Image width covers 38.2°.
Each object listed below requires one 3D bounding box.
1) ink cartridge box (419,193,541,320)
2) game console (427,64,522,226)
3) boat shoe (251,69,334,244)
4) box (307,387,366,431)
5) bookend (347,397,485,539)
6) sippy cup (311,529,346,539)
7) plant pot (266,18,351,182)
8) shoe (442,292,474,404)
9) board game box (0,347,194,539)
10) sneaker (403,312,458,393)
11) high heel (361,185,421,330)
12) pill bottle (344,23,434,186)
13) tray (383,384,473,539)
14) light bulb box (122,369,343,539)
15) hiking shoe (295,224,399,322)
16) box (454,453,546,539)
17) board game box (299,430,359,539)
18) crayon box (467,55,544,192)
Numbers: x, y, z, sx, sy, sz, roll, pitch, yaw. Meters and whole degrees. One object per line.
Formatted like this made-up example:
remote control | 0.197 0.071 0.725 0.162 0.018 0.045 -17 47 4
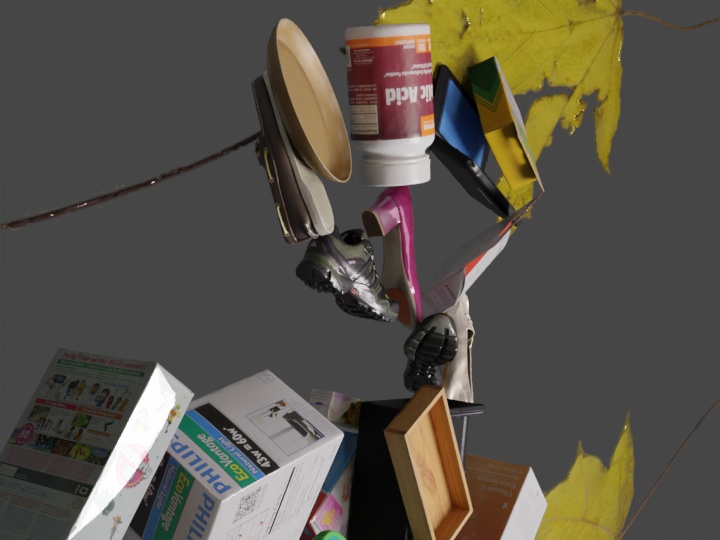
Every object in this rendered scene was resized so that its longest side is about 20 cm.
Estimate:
ink cartridge box | 0.179 -0.016 1.527 0.057 0.199 0.162 53 46 -7
game console | 0.183 -0.188 1.580 0.117 0.176 0.200 -50 140 1
boat shoe | -0.091 -0.131 1.213 0.072 0.059 0.203 -34 105 -72
box | -0.002 0.198 1.416 0.199 0.041 0.039 28 72 -55
bookend | 0.080 0.282 1.429 0.198 0.091 0.204 8 88 -56
sippy cup | -0.076 0.391 1.233 0.178 0.129 0.142 35 40 -63
plant pot | -0.063 -0.195 1.223 0.200 0.027 0.203 -20 91 -75
shoe | 0.154 0.120 1.599 0.070 0.053 0.203 56 36 -54
board game box | -0.259 0.177 0.941 0.064 0.146 0.202 49 56 -43
sneaker | 0.098 0.104 1.487 0.201 0.074 0.080 104 -1 -58
high heel | 0.063 -0.019 1.466 0.096 0.067 0.202 -39 114 -40
pill bottle | 0.040 -0.217 1.359 0.114 0.113 0.204 -20 110 -53
tray | 0.089 0.258 1.326 0.099 0.037 0.203 -43 128 -44
light bulb box | -0.146 0.238 1.074 0.199 0.124 0.200 -17 136 -54
hiking shoe | 0.000 0.000 1.362 0.200 0.075 0.102 37 67 -50
box | 0.178 0.401 1.607 0.201 0.150 0.107 -60 139 -33
board game box | -0.014 0.345 1.416 0.154 0.040 0.202 -53 134 -38
crayon box | 0.222 -0.219 1.603 0.202 0.051 0.126 -97 160 -45
